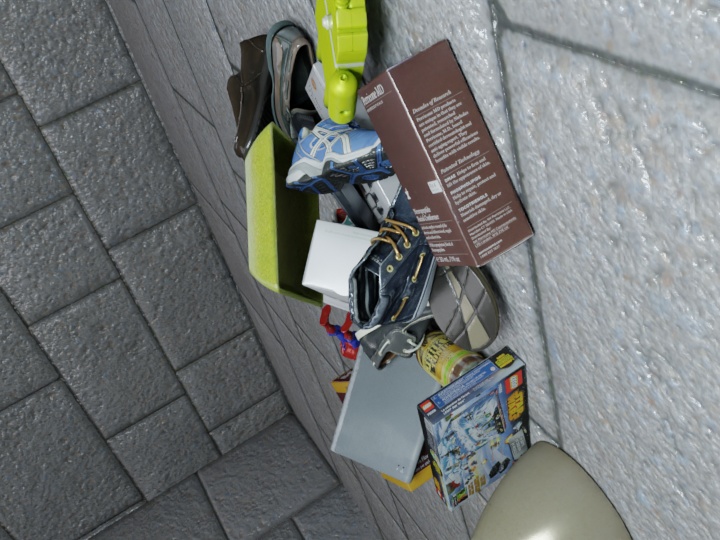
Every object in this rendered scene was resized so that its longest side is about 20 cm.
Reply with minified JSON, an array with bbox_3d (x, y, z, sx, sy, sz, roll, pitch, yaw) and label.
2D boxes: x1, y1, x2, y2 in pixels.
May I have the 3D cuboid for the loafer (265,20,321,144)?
[{"bbox_3d":[-0.085,-0.243,1.083,0.063,0.071,0.202,41,154,38],"label":"loafer"}]

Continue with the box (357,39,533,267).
[{"bbox_3d":[0.080,-0.107,0.756,0.202,0.074,0.100,65,165,-7],"label":"box"}]

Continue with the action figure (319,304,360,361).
[{"bbox_3d":[-0.006,0.090,1.288,0.064,0.100,0.201,19,159,19],"label":"action figure"}]

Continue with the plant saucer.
[{"bbox_3d":[-0.098,-0.060,0.987,0.200,0.047,0.204,32,-126,-75],"label":"plant saucer"}]

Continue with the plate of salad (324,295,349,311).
[{"bbox_3d":[-0.020,0.033,1.244,0.197,0.049,0.200,19,-179,0],"label":"plate of salad"}]

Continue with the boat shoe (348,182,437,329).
[{"bbox_3d":[0.044,-0.030,0.839,0.070,0.090,0.203,24,113,37],"label":"boat shoe"}]

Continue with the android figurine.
[{"bbox_3d":[-0.025,-0.254,0.817,0.200,0.040,0.185,108,154,-74],"label":"android figurine"}]

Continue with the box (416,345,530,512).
[{"bbox_3d":[0.147,0.202,0.973,0.040,0.136,0.202,46,159,43],"label":"box"}]

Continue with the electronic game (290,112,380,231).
[{"bbox_3d":[-0.032,-0.126,1.053,0.201,0.041,0.200,56,-172,-12],"label":"electronic game"}]

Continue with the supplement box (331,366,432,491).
[{"bbox_3d":[0.066,0.244,1.336,0.202,0.132,0.197,60,166,1],"label":"supplement box"}]

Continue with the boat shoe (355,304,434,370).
[{"bbox_3d":[0.068,0.083,1.070,0.200,0.071,0.069,-36,71,51],"label":"boat shoe"}]

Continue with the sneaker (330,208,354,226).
[{"bbox_3d":[-0.021,-0.052,1.255,0.200,0.069,0.095,-170,75,-79],"label":"sneaker"}]

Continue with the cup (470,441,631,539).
[{"bbox_3d":[0.221,0.336,0.958,0.201,0.142,0.201,54,164,24],"label":"cup"}]

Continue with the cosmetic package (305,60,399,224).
[{"bbox_3d":[0.002,-0.162,0.964,0.202,0.050,0.083,61,165,1],"label":"cosmetic package"}]

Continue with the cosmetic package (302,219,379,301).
[{"bbox_3d":[0.000,0.000,1.012,0.200,0.106,0.086,50,-127,-81],"label":"cosmetic package"}]

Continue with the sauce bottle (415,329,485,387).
[{"bbox_3d":[0.114,0.121,1.075,0.065,0.064,0.200,66,166,-20],"label":"sauce bottle"}]

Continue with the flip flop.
[{"bbox_3d":[0.102,-0.005,0.893,0.081,0.057,0.202,-40,73,35],"label":"flip flop"}]

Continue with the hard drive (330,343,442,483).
[{"bbox_3d":[0.044,0.208,1.196,0.138,0.203,0.033,19,-166,14],"label":"hard drive"}]

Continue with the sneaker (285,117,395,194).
[{"bbox_3d":[-0.019,-0.138,0.874,0.198,0.075,0.078,-4,79,48],"label":"sneaker"}]

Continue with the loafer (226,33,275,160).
[{"bbox_3d":[-0.157,-0.246,1.118,0.073,0.070,0.203,65,-149,-67],"label":"loafer"}]
